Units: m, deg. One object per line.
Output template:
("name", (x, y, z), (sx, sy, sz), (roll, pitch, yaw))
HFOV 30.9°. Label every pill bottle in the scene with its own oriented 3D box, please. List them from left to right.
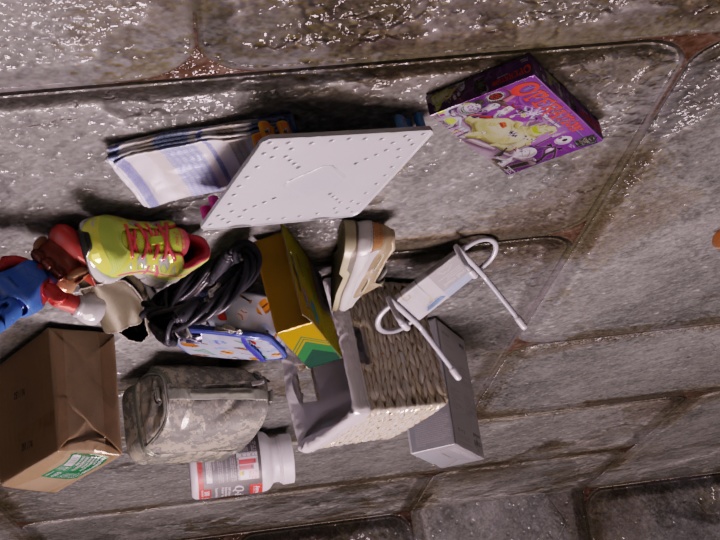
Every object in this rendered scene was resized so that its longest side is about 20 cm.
("pill bottle", (-0.228, 0.369, 2.489), (0.197, 0.117, 0.116), (-5, 160, -9))

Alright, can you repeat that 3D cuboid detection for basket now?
("basket", (-0.001, 0.132, 1.837), (0.159, 0.200, 0.200), (-3, 159, -28))

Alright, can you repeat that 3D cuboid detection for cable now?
("cable", (-0.192, 0.017, 1.567), (0.163, 0.051, 0.200), (-42, -165, -5))

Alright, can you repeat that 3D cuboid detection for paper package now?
("paper package", (-0.430, 0.199, 1.843), (0.103, 0.193, 0.199), (8, 153, -38))

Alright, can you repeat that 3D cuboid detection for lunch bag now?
("lunch bag", (-0.254, 0.216, 2.036), (0.198, 0.141, 0.167), (4, 157, -32))
("lunch bag", (-0.171, 0.074, 1.734), (0.158, 0.077, 0.200), (6, 169, 6))

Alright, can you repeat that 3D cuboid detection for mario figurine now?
("mario figurine", (-0.367, 0.031, 1.465), (0.199, 0.124, 0.106), (-36, -173, -33))

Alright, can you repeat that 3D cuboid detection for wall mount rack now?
("wall mount rack", (0.126, 0.053, 1.736), (0.199, 0.075, 0.174), (-38, 140, 10))

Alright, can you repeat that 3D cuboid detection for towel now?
("towel", (-0.154, -0.113, 1.366), (0.197, 0.024, 0.147), (-10, 160, 4))

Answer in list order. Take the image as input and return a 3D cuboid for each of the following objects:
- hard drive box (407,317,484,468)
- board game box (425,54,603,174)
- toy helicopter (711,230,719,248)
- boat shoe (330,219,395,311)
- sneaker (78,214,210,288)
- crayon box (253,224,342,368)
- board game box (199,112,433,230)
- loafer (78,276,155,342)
("hard drive box", (0.123, 0.194, 2.041), (0.076, 0.202, 0.156), (-14, 159, 18))
("board game box", (0.165, -0.159, 1.367), (0.119, 0.033, 0.199), (-23, 155, 24))
("toy helicopter", (0.573, -0.053, 1.780), (0.131, 0.080, 0.201), (8, 145, -17))
("boat shoe", (0.000, 0.000, 1.654), (0.067, 0.076, 0.200), (1, 158, -8))
("sneaker", (-0.243, -0.030, 1.484), (0.089, 0.079, 0.200), (-17, 169, 23))
("crayon box", (-0.081, 0.034, 1.634), (0.050, 0.128, 0.200), (-18, 158, 6))
("board game box", (-0.051, -0.105, 1.376), (0.198, 0.026, 0.200), (-7, 159, -30))
("loafer", (-0.301, 0.041, 1.647), (0.074, 0.070, 0.200), (-12, 160, 9))
